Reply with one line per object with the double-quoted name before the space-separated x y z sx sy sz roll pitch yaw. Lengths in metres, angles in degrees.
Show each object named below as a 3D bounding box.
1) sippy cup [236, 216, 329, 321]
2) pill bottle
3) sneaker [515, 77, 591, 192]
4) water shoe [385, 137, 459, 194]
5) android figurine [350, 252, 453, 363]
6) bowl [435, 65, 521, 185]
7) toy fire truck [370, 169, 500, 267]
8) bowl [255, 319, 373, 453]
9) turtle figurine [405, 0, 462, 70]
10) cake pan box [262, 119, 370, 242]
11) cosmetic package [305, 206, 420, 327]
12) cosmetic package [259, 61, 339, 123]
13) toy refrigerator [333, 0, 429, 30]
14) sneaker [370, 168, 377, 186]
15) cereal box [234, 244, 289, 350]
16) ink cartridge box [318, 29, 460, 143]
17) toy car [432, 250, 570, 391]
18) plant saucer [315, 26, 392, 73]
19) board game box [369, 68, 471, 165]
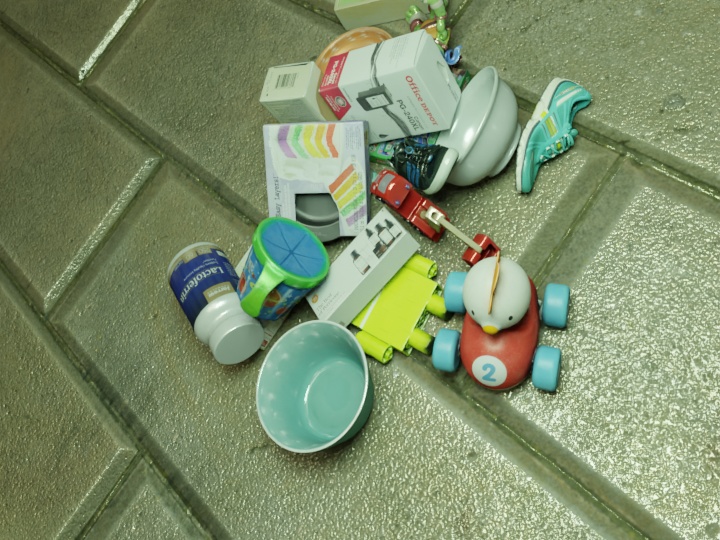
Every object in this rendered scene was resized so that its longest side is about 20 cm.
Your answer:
"sippy cup" -0.136 0.007 1.171 0.131 0.175 0.141 -51 57 35
"pill bottle" -0.249 0.056 1.236 0.115 0.116 0.201 -41 57 5
"sneaker" 0.302 -0.214 1.139 0.078 0.078 0.204 25 83 21
"water shoe" 0.089 -0.167 1.124 0.073 0.078 0.200 -61 13 -4
"android figurine" 0.053 0.055 1.170 0.197 0.041 0.185 27 83 32
"bowl" 0.197 -0.217 1.158 0.204 0.089 0.203 -60 14 26
"toy fire truck" 0.115 -0.080 1.130 0.049 0.198 0.141 -54 25 0
"bowl" -0.057 0.192 1.127 0.196 0.105 0.207 -11 64 23
"turtle figurine" 0.093 -0.451 1.277 0.194 0.147 0.197 8 42 3
"cake pan box" -0.074 -0.155 1.239 0.178 0.052 0.206 2 105 11
"cosmetic package" 0.000 0.000 1.166 0.200 0.050 0.083 -48 42 7
"cosmetic package" -0.082 -0.282 1.290 0.103 0.200 0.073 3 69 29
"toy refrigerator" 0.048 -0.546 1.418 0.195 0.070 0.078 -2 67 26
"sneaker" -0.066 -0.160 1.295 0.195 0.091 0.080 -4 67 26
"cereal box" -0.170 0.021 1.301 0.143 0.039 0.202 34 88 35
"ink cartridge box" 0.051 -0.303 1.212 0.196 0.145 0.085 -3 55 36
"toy car" 0.187 0.059 0.986 0.179 0.200 0.182 8 71 21
"plant saucer" -0.009 -0.379 1.395 0.195 0.037 0.206 -12 63 23
"board game box" 0.103 -0.280 1.296 0.132 0.029 0.204 19 78 33
